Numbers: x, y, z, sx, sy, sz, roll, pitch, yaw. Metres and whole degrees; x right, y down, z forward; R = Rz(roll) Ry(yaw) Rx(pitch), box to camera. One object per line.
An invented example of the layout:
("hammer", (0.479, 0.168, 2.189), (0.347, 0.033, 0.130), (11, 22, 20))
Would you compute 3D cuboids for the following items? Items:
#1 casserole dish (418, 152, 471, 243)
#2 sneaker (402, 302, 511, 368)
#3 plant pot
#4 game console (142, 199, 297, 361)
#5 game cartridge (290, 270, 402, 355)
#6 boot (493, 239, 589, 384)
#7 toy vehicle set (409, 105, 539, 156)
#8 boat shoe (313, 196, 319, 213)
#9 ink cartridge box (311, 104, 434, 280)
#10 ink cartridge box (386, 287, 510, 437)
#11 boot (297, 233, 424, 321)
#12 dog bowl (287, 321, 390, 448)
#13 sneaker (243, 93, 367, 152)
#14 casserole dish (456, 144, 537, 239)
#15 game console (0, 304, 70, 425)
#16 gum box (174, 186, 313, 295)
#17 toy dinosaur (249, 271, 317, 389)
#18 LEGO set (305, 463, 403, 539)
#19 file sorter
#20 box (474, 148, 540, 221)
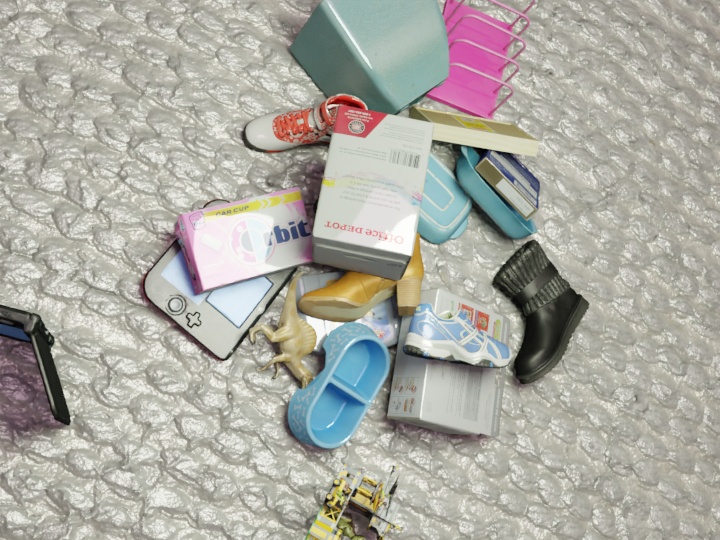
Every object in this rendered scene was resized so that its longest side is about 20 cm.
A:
("casserole dish", (0.109, -0.140, 1.312), (0.200, 0.039, 0.121), (44, 69, -3))
("sneaker", (0.152, 0.100, 1.139), (0.198, 0.075, 0.078), (15, 79, -37))
("plant pot", (0.033, -0.357, 1.273), (0.195, 0.195, 0.202), (-35, 97, -21))
("game console", (-0.215, 0.009, 1.191), (0.176, 0.031, 0.201), (39, 70, -5))
("game cartridge", (-0.007, 0.067, 1.239), (0.197, 0.042, 0.136), (-7, 75, -18))
("boot", (0.281, 0.068, 1.300), (0.158, 0.079, 0.212), (45, 58, -10))
("toy vehicle set", (0.193, -0.240, 1.327), (0.196, 0.125, 0.027), (7, 113, -15))
("boat shoe", (-0.007, -0.161, 1.256), (0.201, 0.075, 0.062), (-53, 132, -5))
("ink cartridge box", (0.015, -0.107, 1.127), (0.143, 0.145, 0.203), (12, 75, 0))
("ink cartridge box", (0.145, 0.152, 1.228), (0.174, 0.083, 0.203), (21, 71, -34))
("boot", (0.001, 0.000, 1.212), (0.197, 0.071, 0.146), (-1, 61, -3))
("dog bowl", (-0.027, 0.178, 1.169), (0.111, 0.049, 0.202), (36, 81, -28))
("sneaker", (-0.086, -0.241, 1.246), (0.198, 0.108, 0.068), (-4, 78, -18))
("casserole dish", (0.225, -0.128, 1.314), (0.039, 0.122, 0.200), (-38, 108, 22))
("game console", (-0.453, 0.120, 1.001), (0.173, 0.200, 0.118), (16, 72, -13))
("gum box", (-0.175, -0.043, 1.167), (0.197, 0.066, 0.115), (-16, 88, -24))
("toy dinosaur", (-0.116, 0.095, 1.171), (0.099, 0.058, 0.204), (-7, 108, -4))
("LEGO set", (-0.002, 0.364, 1.091), (0.114, 0.201, 0.155), (26, 56, 9))
("file sorter", (0.213, -0.398, 1.364), (0.137, 0.125, 0.203), (19, 73, -12))
("box", (0.255, -0.161, 1.321), (0.121, 0.032, 0.200), (44, 24, -3))
